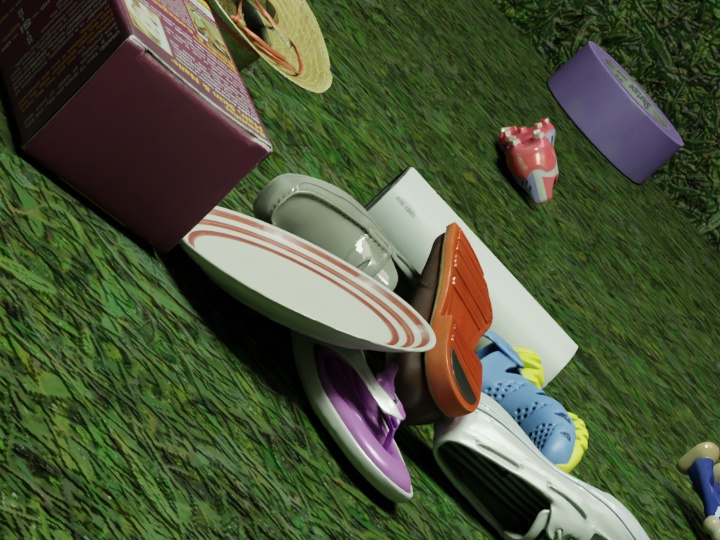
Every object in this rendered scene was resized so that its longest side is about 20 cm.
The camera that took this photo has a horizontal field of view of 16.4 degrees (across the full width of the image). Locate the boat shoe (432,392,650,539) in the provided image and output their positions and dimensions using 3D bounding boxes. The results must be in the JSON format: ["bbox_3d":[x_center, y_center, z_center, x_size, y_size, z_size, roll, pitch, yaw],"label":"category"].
[{"bbox_3d":[0.121,0.171,1.724,0.200,0.074,0.067,39,32,-6],"label":"boat shoe"}]

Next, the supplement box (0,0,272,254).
[{"bbox_3d":[-0.153,-0.127,1.600,0.131,0.103,0.200,39,15,-33],"label":"supplement box"}]

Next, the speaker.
[{"bbox_3d":[0.079,0.016,1.974,0.200,0.081,0.081,47,13,-4],"label":"speaker"}]

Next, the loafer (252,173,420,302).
[{"bbox_3d":[0.000,0.000,1.795,0.200,0.070,0.070,38,8,-38],"label":"loafer"}]

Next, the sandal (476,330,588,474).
[{"bbox_3d":[0.102,0.101,1.834,0.087,0.080,0.200,37,8,-26],"label":"sandal"}]

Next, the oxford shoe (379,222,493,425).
[{"bbox_3d":[0.046,0.035,1.751,0.071,0.072,0.201,60,23,-25],"label":"oxford shoe"}]

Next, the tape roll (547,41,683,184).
[{"bbox_3d":[0.361,-0.223,3.542,0.200,0.085,0.200,44,14,-13],"label":"tape roll"}]

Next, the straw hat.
[{"bbox_3d":[-0.114,-0.196,1.964,0.201,0.085,0.202,44,21,-22],"label":"straw hat"}]

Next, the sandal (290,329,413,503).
[{"bbox_3d":[-0.002,0.069,1.631,0.082,0.050,0.203,37,17,-36],"label":"sandal"}]

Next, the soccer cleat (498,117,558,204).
[{"bbox_3d":[0.192,-0.124,2.804,0.200,0.066,0.077,-74,152,-81],"label":"soccer cleat"}]

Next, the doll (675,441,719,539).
[{"bbox_3d":[0.333,0.245,2.189,0.137,0.048,0.201,47,16,-46],"label":"doll"}]

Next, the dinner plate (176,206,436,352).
[{"bbox_3d":[-0.043,0.010,1.635,0.199,0.024,0.200,24,13,-6],"label":"dinner plate"}]
